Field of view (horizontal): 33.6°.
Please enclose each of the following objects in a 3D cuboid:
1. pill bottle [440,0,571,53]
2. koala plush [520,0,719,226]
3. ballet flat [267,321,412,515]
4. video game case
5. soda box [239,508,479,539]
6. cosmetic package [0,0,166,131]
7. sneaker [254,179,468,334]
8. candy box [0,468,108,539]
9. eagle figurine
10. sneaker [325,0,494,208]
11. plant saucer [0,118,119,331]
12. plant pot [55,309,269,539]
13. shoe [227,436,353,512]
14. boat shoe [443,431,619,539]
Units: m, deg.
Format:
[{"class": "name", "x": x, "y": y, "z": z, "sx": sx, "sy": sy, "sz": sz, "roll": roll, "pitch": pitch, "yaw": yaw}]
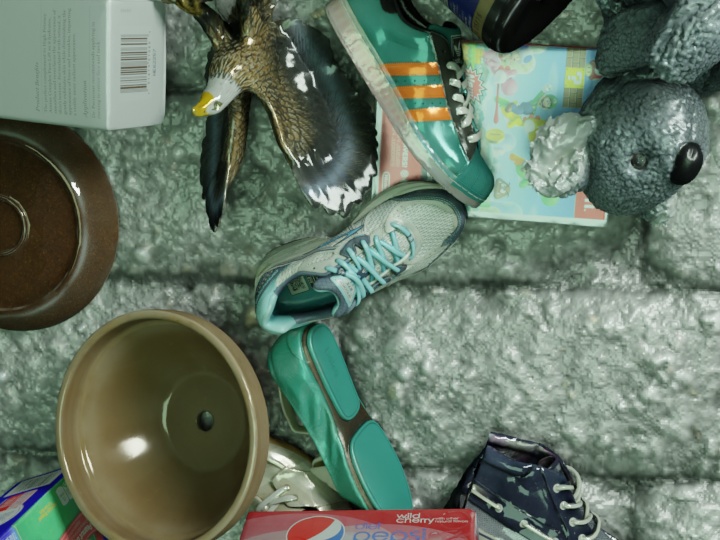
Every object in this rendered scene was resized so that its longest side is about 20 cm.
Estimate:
[{"class": "pill bottle", "x": 0.072, "y": -0.267, "z": 0.889, "sx": 0.200, "sy": 0.112, "sz": 0.112, "roll": 46, "pitch": 105, "yaw": 14}, {"class": "koala plush", "x": 0.222, "y": -0.128, "z": 0.890, "sx": 0.176, "sy": 0.184, "sz": 0.202, "roll": 6, "pitch": 119, "yaw": -33}, {"class": "ballet flat", "x": -0.022, "y": 0.140, "z": 1.032, "sx": 0.070, "sy": 0.067, "sz": 0.202, "roll": -21, "pitch": 99, "yaw": 36}, {"class": "video game case", "x": 0.109, "y": -0.114, "z": 0.977, "sx": 0.197, "sy": 0.017, "sz": 0.145, "roll": 4, "pitch": 102, "yaw": 7}, {"class": "soda box", "x": -0.001, "y": 0.242, "z": 0.981, "sx": 0.197, "sy": 0.070, "sz": 0.064, "roll": -3, "pitch": 114, "yaw": 8}, {"class": "cosmetic package", "x": -0.256, "y": -0.172, "z": 0.959, "sx": 0.198, "sy": 0.074, "sz": 0.103, "roll": 11, "pitch": 105, "yaw": 28}, {"class": "sneaker", "x": 0.000, "y": 0.000, "z": 0.973, "sx": 0.199, "sy": 0.087, "sz": 0.078, "roll": -28, "pitch": 111, "yaw": 18}, {"class": "candy box", "x": -0.270, "y": 0.299, "z": 1.039, "sx": 0.076, "sy": 0.169, "sz": 0.202, "roll": -17, "pitch": 100, "yaw": 15}, {"class": "eagle figurine", "x": -0.086, "y": -0.142, "z": 0.947, "sx": 0.150, "sy": 0.152, "sz": 0.202, "roll": -31, "pitch": 121, "yaw": -16}, {"class": "sneaker", "x": 0.057, "y": -0.147, "z": 0.932, "sx": 0.080, "sy": 0.071, "sz": 0.201, "roll": -33, "pitch": 94, "yaw": 17}, {"class": "plant saucer", "x": -0.312, "y": -0.041, "z": 1.044, "sx": 0.197, "sy": 0.035, "sz": 0.203, "roll": 2, "pitch": 103, "yaw": 8}, {"class": "plant pot", "x": -0.153, "y": 0.133, "z": 1.013, "sx": 0.199, "sy": 0.092, "sz": 0.204, "roll": 0, "pitch": 89, "yaw": 26}, {"class": "shoe", "x": -0.041, "y": 0.222, "z": 1.049, "sx": 0.200, "sy": 0.053, "sz": 0.070, "roll": 43, "pitch": 104, "yaw": -2}, {"class": "boat shoe", "x": 0.173, "y": 0.210, "z": 1.004, "sx": 0.198, "sy": 0.075, "sz": 0.094, "roll": 20, "pitch": 111, "yaw": 4}]
